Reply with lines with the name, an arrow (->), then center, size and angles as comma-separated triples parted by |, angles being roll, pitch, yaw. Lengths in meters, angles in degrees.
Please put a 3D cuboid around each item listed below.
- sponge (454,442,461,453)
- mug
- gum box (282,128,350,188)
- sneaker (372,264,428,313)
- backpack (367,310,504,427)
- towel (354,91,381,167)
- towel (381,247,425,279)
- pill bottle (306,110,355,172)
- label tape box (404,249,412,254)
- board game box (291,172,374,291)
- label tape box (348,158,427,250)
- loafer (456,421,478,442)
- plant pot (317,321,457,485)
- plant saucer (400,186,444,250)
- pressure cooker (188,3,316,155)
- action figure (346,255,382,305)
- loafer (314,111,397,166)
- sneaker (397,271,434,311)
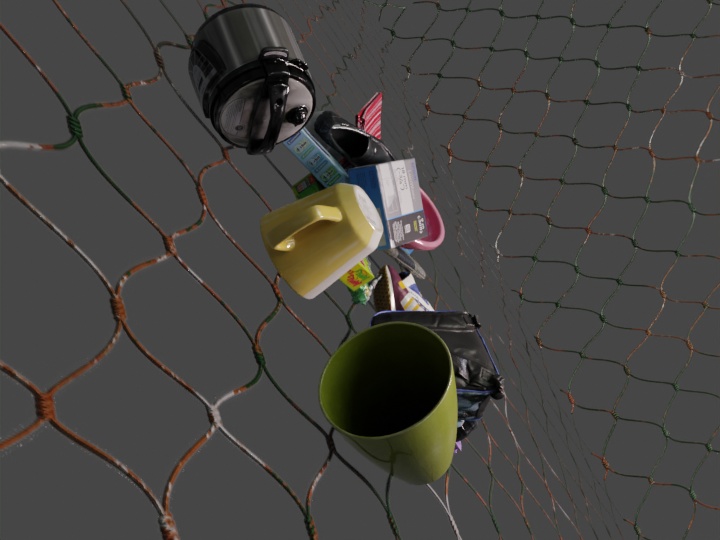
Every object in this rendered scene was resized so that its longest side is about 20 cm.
sponge -> 0.147, 0.246, 1.595 | 0.112, 0.030, 0.200 | 53, 18, -24
mug -> -0.051, -0.049, 1.261 | 0.150, 0.152, 0.187 | 56, 16, -18
gum box -> -0.103, -0.228, 1.499 | 0.200, 0.045, 0.170 | 44, 7, -23
sneaker -> 0.086, 0.081, 1.554 | 0.089, 0.075, 0.201 | 1, 60, -25
backpack -> 0.097, 0.161, 1.330 | 0.198, 0.148, 0.184 | 6, 40, -19
towel -> 0.019, -0.245, 1.697 | 0.145, 0.022, 0.201 | -59, 154, -55
towel -> 0.033, -0.071, 1.721 | 0.200, 0.035, 0.192 | 49, 9, 34
pill bottle -> -0.048, -0.253, 1.710 | 0.113, 0.112, 0.200 | 63, 16, 11
label tape box -> 0.086, -0.120, 1.990 | 0.144, 0.063, 0.201 | 42, 24, -48
board game box -> -0.050, -0.069, 1.465 | 0.102, 0.047, 0.201 | 42, 19, -49
label tape box -> 0.068, -0.125, 1.499 | 0.200, 0.063, 0.145 | -20, 102, -55
loafer -> 0.199, 0.258, 1.552 | 0.068, 0.070, 0.201 | 60, 16, -4
plant pot -> 0.061, 0.207, 1.165 | 0.188, 0.186, 0.201 | -103, 171, -47
plant saucer -> 0.081, -0.117, 1.679 | 0.200, 0.051, 0.201 | 31, 35, -25
pressure cooker -> -0.161, -0.289, 1.292 | 0.176, 0.178, 0.201 | 39, 25, -59
action figure -> 0.000, 0.000, 1.533 | 0.118, 0.054, 0.201 | 55, 20, -29
loafer -> -0.001, -0.228, 1.571 | 0.200, 0.068, 0.070 | 29, 16, -36
sneaker -> 0.107, 0.066, 1.695 | 0.199, 0.080, 0.116 | 39, 28, -49
